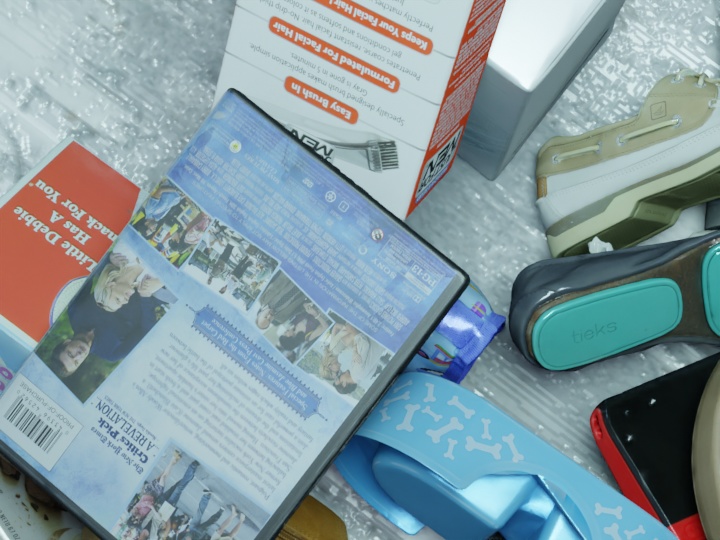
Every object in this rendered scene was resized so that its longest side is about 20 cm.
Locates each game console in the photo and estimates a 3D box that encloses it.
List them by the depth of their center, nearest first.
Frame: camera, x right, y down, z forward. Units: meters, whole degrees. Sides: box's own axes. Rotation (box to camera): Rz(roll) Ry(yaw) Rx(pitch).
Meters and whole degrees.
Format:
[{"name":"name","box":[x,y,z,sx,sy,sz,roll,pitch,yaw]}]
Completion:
[{"name":"game console","box":[0.240,0.117,1.038,0.199,0.031,0.178,-19,66,-23]}]

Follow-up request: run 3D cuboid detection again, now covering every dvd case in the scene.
[{"name":"dvd case","box":[-0.064,0.039,0.897,0.142,0.018,0.201,38,94,8]}]

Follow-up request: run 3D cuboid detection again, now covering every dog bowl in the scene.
[{"name":"dog bowl","box":[0.079,0.122,0.963,0.199,0.112,0.050,35,68,2]}]

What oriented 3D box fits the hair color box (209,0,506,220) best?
[{"name":"hair color box","box":[0.009,-0.137,0.887,0.110,0.201,0.064,27,35,13]}]

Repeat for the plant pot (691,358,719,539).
[{"name":"plant pot","box":[0.272,0.096,0.971,0.199,0.093,0.203,5,71,-15]}]

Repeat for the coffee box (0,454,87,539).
[{"name":"coffee box","box":[-0.174,0.151,1.002,0.080,0.113,0.201,-39,82,19]}]

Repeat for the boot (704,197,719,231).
[{"name":"boot","box":[0.281,-0.109,1.099,0.163,0.066,0.202,8,76,2]}]

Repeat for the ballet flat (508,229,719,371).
[{"name":"ballet flat","box":[0.172,0.006,1.056,0.198,0.073,0.074,-10,80,-9]}]

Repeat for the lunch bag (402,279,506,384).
[{"name":"lunch bag","box":[0.000,0.000,0.999,0.150,0.200,0.094,37,80,5]}]

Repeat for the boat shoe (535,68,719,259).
[{"name":"boat shoe","box":[0.178,-0.073,1.047,0.199,0.075,0.069,-25,70,25]}]

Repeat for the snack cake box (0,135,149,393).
[{"name":"snack cake box","box":[-0.107,0.039,0.974,0.199,0.067,0.115,36,57,10]}]

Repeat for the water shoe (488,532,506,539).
[{"name":"water shoe","box":[0.143,0.181,1.033,0.199,0.079,0.072,31,80,4]}]

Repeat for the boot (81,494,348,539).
[{"name":"boot","box":[-0.072,0.105,1.046,0.143,0.071,0.202,26,43,-25]}]

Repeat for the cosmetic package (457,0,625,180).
[{"name":"cosmetic package","box":[0.036,-0.171,1.031,0.199,0.200,0.123,38,81,5]}]
